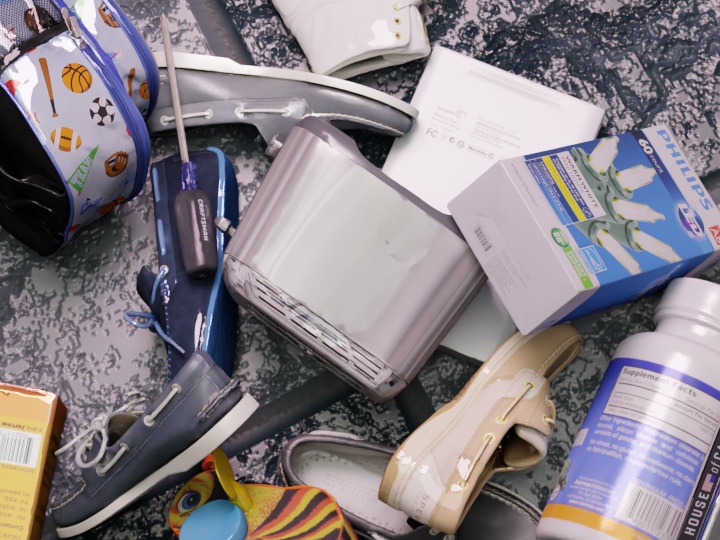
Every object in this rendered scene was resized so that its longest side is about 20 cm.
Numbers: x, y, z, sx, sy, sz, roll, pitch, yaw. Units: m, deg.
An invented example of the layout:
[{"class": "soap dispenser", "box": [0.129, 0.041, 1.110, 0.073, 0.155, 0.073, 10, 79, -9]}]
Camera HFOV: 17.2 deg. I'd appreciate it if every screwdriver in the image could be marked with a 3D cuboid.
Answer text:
[{"class": "screwdriver", "box": [-0.118, -0.088, 1.633, 0.029, 0.028, 0.201, -4, 68, -3]}]

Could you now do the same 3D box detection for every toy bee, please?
[{"class": "toy bee", "box": [-0.089, 0.164, 1.589, 0.199, 0.131, 0.109, 7, 47, 10]}]

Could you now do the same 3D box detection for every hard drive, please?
[{"class": "hard drive", "box": [0.075, -0.044, 1.673, 0.131, 0.027, 0.201, 22, 78, 7]}]

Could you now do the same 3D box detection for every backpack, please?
[{"class": "backpack", "box": [-0.225, -0.116, 1.632, 0.154, 0.200, 0.191, -30, 80, -18]}]

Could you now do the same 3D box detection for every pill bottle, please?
[{"class": "pill bottle", "box": [0.204, 0.111, 1.585, 0.111, 0.112, 0.201, 24, 74, 8]}]

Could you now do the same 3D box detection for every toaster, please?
[{"class": "toaster", "box": [0.000, 0.000, 1.595, 0.199, 0.114, 0.130, 35, 84, -1]}]

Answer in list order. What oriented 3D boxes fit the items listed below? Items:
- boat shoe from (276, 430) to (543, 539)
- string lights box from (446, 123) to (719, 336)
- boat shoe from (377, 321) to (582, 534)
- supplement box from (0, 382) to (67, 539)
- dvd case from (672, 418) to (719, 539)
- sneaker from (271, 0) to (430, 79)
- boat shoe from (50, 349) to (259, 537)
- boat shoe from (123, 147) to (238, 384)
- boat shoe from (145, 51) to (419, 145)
[{"class": "boat shoe", "box": [0.038, 0.157, 1.609, 0.199, 0.060, 0.074, 22, 77, 7]}, {"class": "string lights box", "box": [0.157, -0.030, 1.587, 0.059, 0.199, 0.103, -40, 74, 38]}, {"class": "boat shoe", "box": [0.095, 0.106, 1.587, 0.069, 0.074, 0.200, 36, 55, 17]}, {"class": "supplement box", "box": [-0.251, 0.180, 1.614, 0.068, 0.067, 0.201, 11, 78, 2]}, {"class": "dvd case", "box": [0.260, 0.155, 1.560, 0.025, 0.150, 0.201, 16, 76, 36]}, {"class": "sneaker", "box": [0.039, -0.210, 1.695, 0.199, 0.074, 0.116, -29, 78, 6]}, {"class": "boat shoe", "box": [-0.149, 0.116, 1.574, 0.062, 0.200, 0.075, 51, 43, -4]}, {"class": "boat shoe", "box": [-0.122, 0.014, 1.651, 0.068, 0.084, 0.201, -3, 60, 9]}, {"class": "boat shoe", "box": [-0.058, -0.109, 1.675, 0.199, 0.073, 0.062, 10, 85, 9]}]
